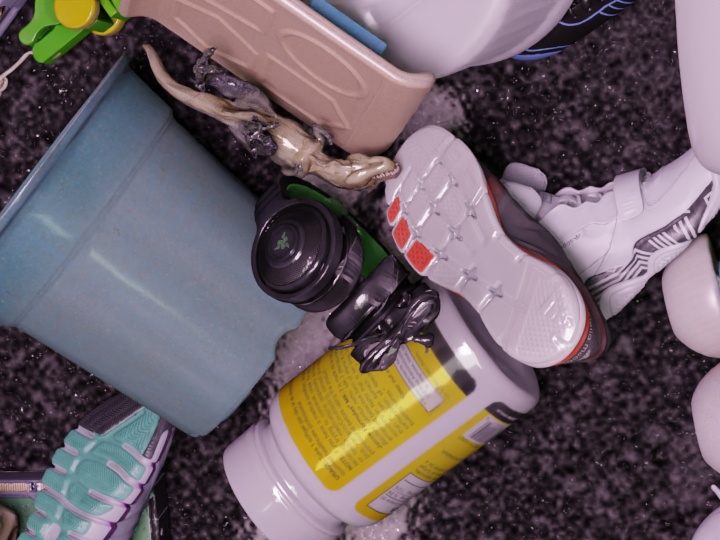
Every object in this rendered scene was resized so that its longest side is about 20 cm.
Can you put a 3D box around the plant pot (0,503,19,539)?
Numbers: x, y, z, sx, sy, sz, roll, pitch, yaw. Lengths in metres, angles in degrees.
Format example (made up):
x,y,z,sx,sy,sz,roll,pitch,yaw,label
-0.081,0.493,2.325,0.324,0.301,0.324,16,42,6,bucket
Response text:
x,y,z,sx,sy,sz,roll,pitch,yaw,label
-0.344,0.188,1.505,0.183,0.200,0.201,27,105,6,plant pot

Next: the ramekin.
x,y,z,sx,sy,sz,roll,pitch,yaw,label
0.036,-0.215,1.377,0.200,0.098,0.201,12,115,27,ramekin

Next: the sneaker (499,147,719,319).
x,y,z,sx,sy,sz,roll,pitch,yaw,label
0.153,-0.041,1.441,0.115,0.075,0.200,43,108,-4,sneaker

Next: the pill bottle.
x,y,z,sx,sy,sz,roll,pitch,yaw,label
0.012,0.100,1.477,0.200,0.114,0.114,-37,94,14,pill bottle

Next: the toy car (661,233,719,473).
x,y,z,sx,sy,sz,roll,pitch,yaw,label
0.285,0.042,1.388,0.174,0.150,0.201,-14,83,13,toy car

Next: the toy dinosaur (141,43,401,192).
x,y,z,sx,sy,sz,roll,pitch,yaw,label
-0.072,-0.099,1.401,0.199,0.088,0.048,31,88,13,toy dinosaur

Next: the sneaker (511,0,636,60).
x,y,z,sx,sy,sz,roll,pitch,yaw,label
0.161,-0.203,1.403,0.200,0.078,0.070,-39,94,15,sneaker

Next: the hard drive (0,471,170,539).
x,y,z,sx,sy,sz,roll,pitch,yaw,label
-0.203,0.244,1.583,0.139,0.038,0.201,-2,103,10,hard drive

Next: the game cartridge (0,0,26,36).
x,y,z,sx,sy,sz,roll,pitch,yaw,label
-0.315,-0.175,1.494,0.133,0.041,0.200,45,109,17,game cartridge

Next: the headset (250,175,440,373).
x,y,z,sx,sy,sz,roll,pitch,yaw,label
0.000,0.000,1.364,0.123,0.200,0.094,37,108,-26,headset

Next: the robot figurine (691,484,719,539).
x,y,z,sx,sy,sz,roll,pitch,yaw,label
0.278,0.234,1.462,0.169,0.113,0.201,-10,101,-13,robot figurine

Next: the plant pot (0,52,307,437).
x,y,z,sx,sy,sz,roll,pitch,yaw,label
-0.140,-0.004,1.448,0.196,0.200,0.200,38,106,-8,plant pot

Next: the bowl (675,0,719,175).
x,y,z,sx,sy,sz,roll,pitch,yaw,label
0.301,-0.153,1.353,0.199,0.075,0.201,-11,109,-14,bowl

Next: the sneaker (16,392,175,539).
x,y,z,sx,sy,sz,roll,pitch,yaw,label
-0.182,0.176,1.524,0.074,0.087,0.200,32,87,35,sneaker

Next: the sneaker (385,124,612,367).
x,y,z,sx,sy,sz,roll,pitch,yaw,label
0.088,-0.008,1.391,0.077,0.082,0.200,-46,56,19,sneaker

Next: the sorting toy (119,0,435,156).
x,y,z,sx,sy,sz,roll,pitch,yaw,label
-0.053,-0.147,1.367,0.199,0.185,0.037,30,77,-3,sorting toy

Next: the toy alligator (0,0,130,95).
x,y,z,sx,sy,sz,roll,pitch,yaw,label
-0.193,-0.182,1.476,0.199,0.059,0.054,-30,83,14,toy alligator
